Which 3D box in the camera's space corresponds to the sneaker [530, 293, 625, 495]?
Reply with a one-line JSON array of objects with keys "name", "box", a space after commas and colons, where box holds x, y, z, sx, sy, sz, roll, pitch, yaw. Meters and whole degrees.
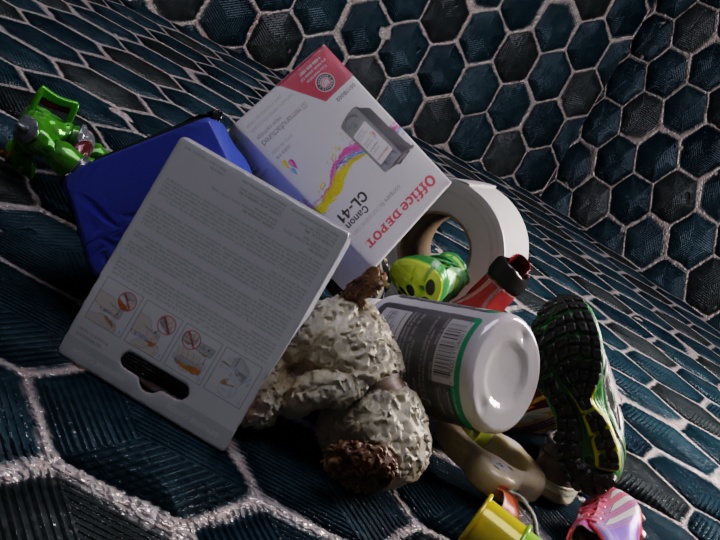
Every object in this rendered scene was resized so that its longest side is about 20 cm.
[{"name": "sneaker", "box": [0.221, 0.123, 1.076, 0.077, 0.202, 0.085, -11, -8, 23]}]

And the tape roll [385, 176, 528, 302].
[{"name": "tape roll", "box": [0.126, -0.030, 1.501, 0.202, 0.204, 0.139, 34, 15, 18]}]

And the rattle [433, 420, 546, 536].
[{"name": "rattle", "box": [0.156, 0.162, 1.024, 0.130, 0.143, 0.200, 46, 6, -8]}]

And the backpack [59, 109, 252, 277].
[{"name": "backpack", "box": [-0.169, -0.034, 0.985, 0.200, 0.161, 0.169, 73, 1, -86]}]

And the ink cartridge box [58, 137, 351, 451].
[{"name": "ink cartridge box", "box": [-0.123, 0.018, 0.856, 0.159, 0.201, 0.047, 30, -3, 3]}]

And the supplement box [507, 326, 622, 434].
[{"name": "supplement box", "box": [0.203, 0.131, 1.224, 0.199, 0.110, 0.086, 13, 55, -50]}]

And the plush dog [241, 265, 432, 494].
[{"name": "plush dog", "box": [0.001, 0.109, 0.920, 0.172, 0.160, 0.200, 57, 20, 10]}]

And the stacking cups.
[{"name": "stacking cups", "box": [0.170, 0.262, 0.854, 0.199, 0.061, 0.060, 34, 14, 10]}]

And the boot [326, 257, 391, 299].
[{"name": "boot", "box": [0.001, -0.001, 1.233, 0.154, 0.073, 0.204, 50, 7, -48]}]

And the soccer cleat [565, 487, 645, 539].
[{"name": "soccer cleat", "box": [0.225, 0.247, 0.995, 0.076, 0.067, 0.200, 39, 17, -4]}]

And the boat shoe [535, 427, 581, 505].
[{"name": "boat shoe", "box": [0.233, 0.203, 1.173, 0.072, 0.065, 0.200, 34, 14, 18]}]

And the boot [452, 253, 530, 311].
[{"name": "boot", "box": [0.164, 0.047, 1.350, 0.072, 0.144, 0.200, 44, -2, 13]}]

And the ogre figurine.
[{"name": "ogre figurine", "box": [-0.326, -0.135, 1.172, 0.120, 0.098, 0.200, 37, 22, -20]}]

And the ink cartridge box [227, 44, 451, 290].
[{"name": "ink cartridge box", "box": [-0.027, -0.107, 1.097, 0.200, 0.148, 0.086, 45, -27, -4]}]

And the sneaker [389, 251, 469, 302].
[{"name": "sneaker", "box": [0.085, 0.006, 1.264, 0.074, 0.084, 0.200, 46, -4, 8]}]

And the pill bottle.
[{"name": "pill bottle", "box": [0.065, 0.084, 1.035, 0.199, 0.114, 0.113, 9, -4, 45]}]
